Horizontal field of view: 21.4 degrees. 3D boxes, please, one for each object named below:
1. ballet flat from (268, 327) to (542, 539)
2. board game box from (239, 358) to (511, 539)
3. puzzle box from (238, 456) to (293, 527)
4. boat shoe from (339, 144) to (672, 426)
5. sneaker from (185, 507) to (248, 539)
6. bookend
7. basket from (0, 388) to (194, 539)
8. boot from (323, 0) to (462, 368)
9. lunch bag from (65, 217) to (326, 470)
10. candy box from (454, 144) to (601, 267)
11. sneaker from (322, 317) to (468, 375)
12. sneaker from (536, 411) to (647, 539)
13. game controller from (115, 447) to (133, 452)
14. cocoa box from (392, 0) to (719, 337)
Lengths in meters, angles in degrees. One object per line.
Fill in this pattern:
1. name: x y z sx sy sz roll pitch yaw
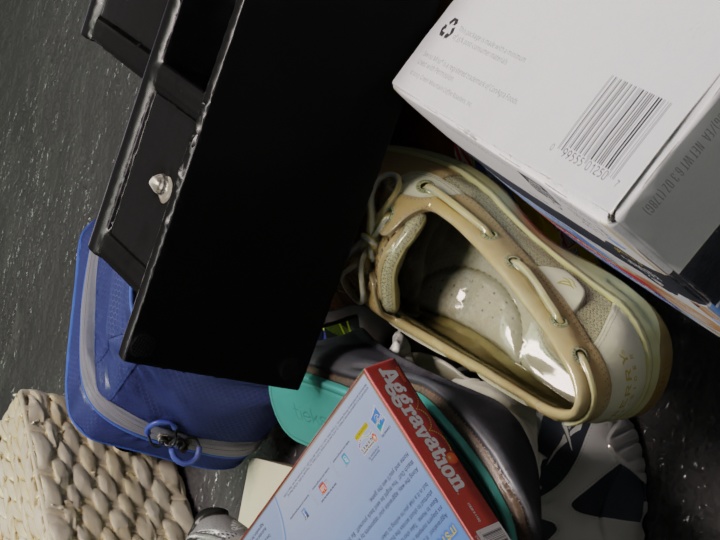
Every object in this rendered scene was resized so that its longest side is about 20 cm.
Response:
1. ballet flat: 0.034 0.067 0.826 0.200 0.073 0.073 22 99 56
2. board game box: -0.005 0.134 0.800 0.103 0.019 0.200 58 140 21
3. puzzle box: -0.048 0.217 1.133 0.133 0.025 0.201 3 82 63
4. boat shoe: 0.040 0.004 0.823 0.200 0.063 0.073 37 120 32
5. sneaker: -0.047 0.147 1.052 0.115 0.075 0.200 41 108 41
6. bookend: -0.074 -0.081 0.874 0.200 0.092 0.199 39 113 54
7. basket: -0.192 0.192 1.313 0.124 0.135 0.200 -59 31 24
8. boot: -0.021 -0.063 0.931 0.188 0.068 0.201 15 114 48
9. lunch bag: -0.105 0.030 1.194 0.132 0.135 0.201 -49 31 46
10. candy box: 0.058 -0.062 0.960 0.200 0.026 0.102 49 164 53
11. sneaker: 0.000 0.000 1.037 0.085 0.074 0.200 -58 39 27
12. sneaker: 0.055 0.121 0.853 0.079 0.129 0.200 -27 56 55
13. game controller: -0.136 0.030 1.342 0.104 0.042 0.201 -15 59 22
14. cocoa box: 0.131 -0.063 0.747 0.134 0.131 0.200 -52 29 1
